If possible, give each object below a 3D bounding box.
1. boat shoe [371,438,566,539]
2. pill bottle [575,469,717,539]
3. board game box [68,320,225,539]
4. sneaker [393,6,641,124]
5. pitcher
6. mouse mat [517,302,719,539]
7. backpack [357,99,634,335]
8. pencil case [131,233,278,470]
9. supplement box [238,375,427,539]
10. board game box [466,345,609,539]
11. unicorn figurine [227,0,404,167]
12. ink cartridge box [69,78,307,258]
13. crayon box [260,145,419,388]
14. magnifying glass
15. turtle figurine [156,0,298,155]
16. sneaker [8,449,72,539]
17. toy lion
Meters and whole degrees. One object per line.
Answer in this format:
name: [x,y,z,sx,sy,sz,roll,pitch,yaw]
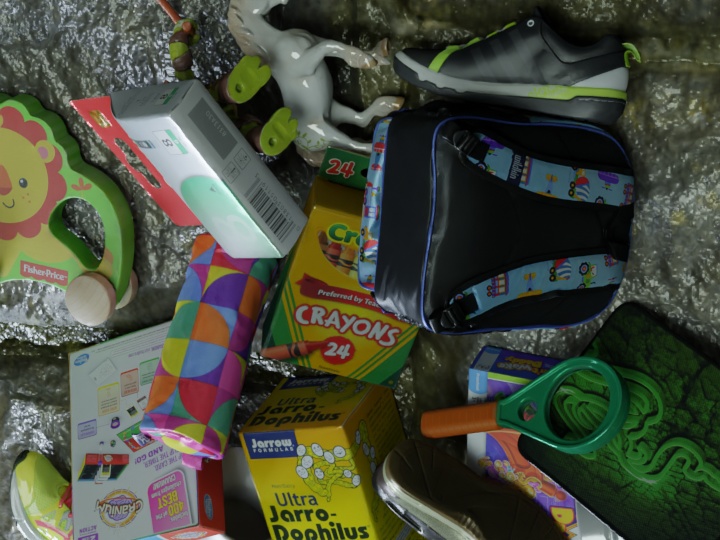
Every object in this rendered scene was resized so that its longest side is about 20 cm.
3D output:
boat shoe: [0.099,0.219,1.609,0.200,0.073,0.065,38,149,-7]
pill bottle: [0.284,0.201,1.522,0.199,0.111,0.112,-11,111,15]
board game box: [-0.200,0.157,1.698,0.152,0.040,0.201,-17,66,30]
sneaker: [0.126,-0.170,1.466,0.199,0.072,0.083,11,95,17]
pitcher: [-0.134,0.291,1.726,0.121,0.172,0.201,20,131,-7]
mouse mat: [0.239,0.136,1.495,0.200,0.008,0.161,38,92,36]
backpack: [0.115,-0.042,1.466,0.134,0.199,0.184,16,105,60]
pencil case: [-0.134,0.069,1.618,0.088,0.088,0.201,11,75,18]
supplement box: [-0.018,0.206,1.676,0.108,0.110,0.201,-7,111,26]
board game box: [0.163,0.174,1.621,0.134,0.045,0.201,9,118,19]
unicorn figurine: [-0.039,-0.165,1.521,0.136,0.074,0.201,3,116,21]
ink cartridge box: [-0.157,-0.080,1.542,0.199,0.050,0.161,-3,134,49]
crayon box: [0.000,0.000,1.572,0.126,0.051,0.201,14,124,-9]
magnifying glass: [0.137,0.120,1.547,0.199,0.080,0.022,-10,154,35]
turtle figurine: [-0.126,-0.143,1.537,0.161,0.064,0.201,4,115,59]
sneaker: [-0.277,0.258,1.842,0.090,0.078,0.201,-22,110,22]
toy lion: [-0.302,-0.064,1.698,0.199,0.069,0.193,13,112,17]
